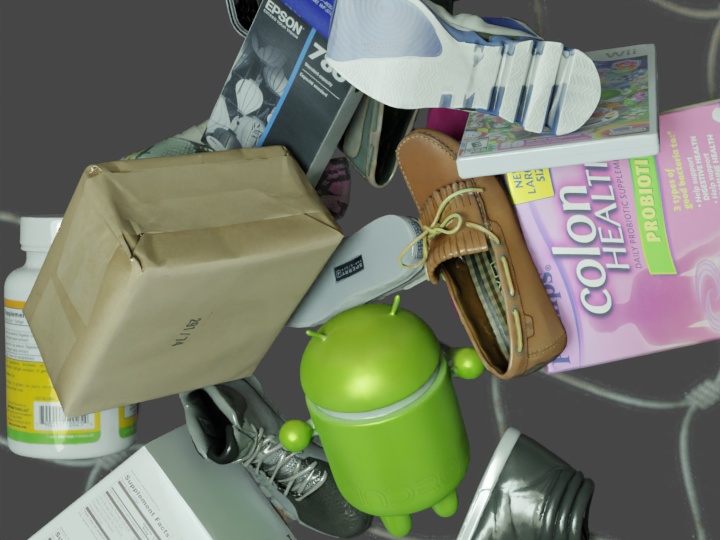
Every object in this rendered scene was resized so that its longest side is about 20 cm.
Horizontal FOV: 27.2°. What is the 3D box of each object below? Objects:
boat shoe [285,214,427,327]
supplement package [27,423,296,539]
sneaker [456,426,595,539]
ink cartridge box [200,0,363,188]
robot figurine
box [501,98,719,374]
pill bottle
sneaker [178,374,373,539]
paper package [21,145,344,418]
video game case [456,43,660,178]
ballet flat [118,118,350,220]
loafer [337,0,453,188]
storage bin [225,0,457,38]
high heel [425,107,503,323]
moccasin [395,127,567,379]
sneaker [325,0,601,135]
[{"bbox_3d":[0.000,0.000,1.219,0.200,0.070,0.071,-25,72,45],"label":"boat shoe"},{"bbox_3d":[-0.184,0.250,1.253,0.200,0.152,0.151,-38,85,13],"label":"supplement package"},{"bbox_3d":[0.129,0.239,1.220,0.099,0.071,0.201,23,95,15],"label":"sneaker"},{"bbox_3d":[-0.048,-0.149,1.152,0.099,0.039,0.200,39,128,13],"label":"ink cartridge box"},{"bbox_3d":[0.021,0.114,1.189,0.175,0.116,0.201,-22,121,-6],"label":"robot figurine"},{"bbox_3d":[0.220,-0.030,1.151,0.199,0.097,0.177,-12,92,6],"label":"box"},{"bbox_3d":[-0.248,0.053,1.274,0.110,0.111,0.201,1,95,13],"label":"pill bottle"},{"bbox_3d":[-0.080,0.161,1.240,0.200,0.115,0.075,41,102,7],"label":"sneaker"},{"bbox_3d":[-0.141,0.007,1.148,0.104,0.190,0.200,61,139,25],"label":"paper package"},{"bbox_3d":[0.153,-0.124,1.124,0.142,0.200,0.018,-6,115,14],"label":"video game case"},{"bbox_3d":[-0.103,-0.090,1.258,0.199,0.069,0.072,11,79,8],"label":"ballet flat"},{"bbox_3d":[0.036,-0.147,1.169,0.063,0.072,0.200,62,148,28],"label":"loafer"},{"bbox_3d":[-0.012,-0.269,1.202,0.199,0.094,0.136,-14,91,13],"label":"storage bin"},{"bbox_3d":[0.087,-0.054,1.194,0.067,0.096,0.201,-15,91,14],"label":"high heel"},{"bbox_3d":[0.077,-0.013,1.100,0.074,0.078,0.202,-29,79,45],"label":"moccasin"},{"bbox_3d":[0.072,-0.153,1.084,0.198,0.115,0.081,17,102,-2],"label":"sneaker"}]
